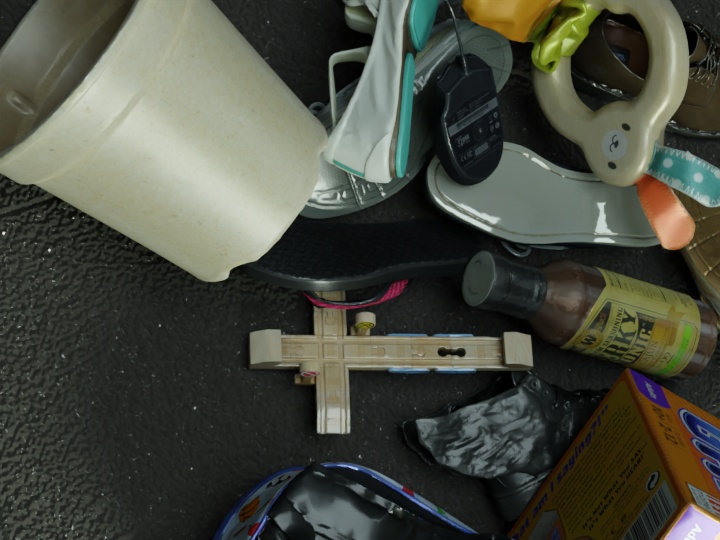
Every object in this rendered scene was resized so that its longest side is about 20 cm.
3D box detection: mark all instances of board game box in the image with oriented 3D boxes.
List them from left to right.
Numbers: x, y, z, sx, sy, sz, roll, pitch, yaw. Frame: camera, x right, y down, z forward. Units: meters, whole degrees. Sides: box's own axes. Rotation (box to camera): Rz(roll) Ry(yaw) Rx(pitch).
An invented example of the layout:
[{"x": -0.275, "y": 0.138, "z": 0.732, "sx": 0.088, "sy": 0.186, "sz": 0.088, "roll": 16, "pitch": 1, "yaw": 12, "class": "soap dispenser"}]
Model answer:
[{"x": 0.220, "y": 0.228, "z": 1.594, "sx": 0.199, "sy": 0.200, "sz": 0.201, "roll": 29, "pitch": 107, "yaw": -17, "class": "board game box"}]

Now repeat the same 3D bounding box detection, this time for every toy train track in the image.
[{"x": 0.023, "y": 0.053, "z": 1.643, "sx": 0.198, "sy": 0.033, "sz": 0.116, "roll": 1, "pitch": 69, "yaw": -10, "class": "toy train track"}]

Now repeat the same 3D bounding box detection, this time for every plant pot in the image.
[{"x": -0.128, "y": -0.097, "z": 1.554, "sx": 0.183, "sy": 0.200, "sz": 0.201, "roll": 38, "pitch": 70, "yaw": -25, "class": "plant pot"}]

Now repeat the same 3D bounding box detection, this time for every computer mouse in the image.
[{"x": 0.059, "y": -0.149, "z": 1.613, "sx": 0.058, "sy": 0.034, "sz": 0.201, "roll": -31, "pitch": 122, "yaw": -35, "class": "computer mouse"}]

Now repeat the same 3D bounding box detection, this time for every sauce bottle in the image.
[{"x": 0.162, "y": 0.029, "z": 1.698, "sx": 0.199, "sy": 0.065, "sz": 0.065, "roll": 14, "pitch": 77, "yaw": -29, "class": "sauce bottle"}]

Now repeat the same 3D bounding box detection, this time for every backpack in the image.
[{"x": -0.011, "y": 0.219, "z": 1.568, "sx": 0.190, "sy": 0.154, "sz": 0.201, "roll": 41, "pitch": 63, "yaw": -21, "class": "backpack"}]

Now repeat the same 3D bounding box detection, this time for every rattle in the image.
[{"x": 0.163, "y": -0.115, "z": 1.637, "sx": 0.143, "sy": 0.129, "sz": 0.202, "roll": 17, "pitch": 58, "yaw": -65, "class": "rattle"}]

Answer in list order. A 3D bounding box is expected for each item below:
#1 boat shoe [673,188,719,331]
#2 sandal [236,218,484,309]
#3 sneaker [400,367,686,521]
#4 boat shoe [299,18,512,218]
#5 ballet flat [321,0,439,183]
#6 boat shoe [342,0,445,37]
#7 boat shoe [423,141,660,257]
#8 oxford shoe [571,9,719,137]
[{"x": 0.281, "y": 0.020, "z": 1.759, "sx": 0.073, "sy": 0.069, "sz": 0.201, "roll": -23, "pitch": 69, "yaw": -21, "class": "boat shoe"}, {"x": 0.000, "y": 0.000, "z": 1.644, "sx": 0.199, "sy": 0.075, "sz": 0.045, "roll": -3, "pitch": 127, "yaw": -37, "class": "sandal"}, {"x": 0.133, "y": 0.102, "z": 1.692, "sx": 0.199, "sy": 0.060, "sz": 0.105, "roll": -31, "pitch": 98, "yaw": -18, "class": "sneaker"}, {"x": 0.017, "y": -0.110, "z": 1.679, "sx": 0.202, "sy": 0.065, "sz": 0.075, "roll": -41, "pitch": 122, "yaw": -17, "class": "boat shoe"}, {"x": 0.013, "y": -0.154, "z": 1.619, "sx": 0.069, "sy": 0.069, "sz": 0.201, "roll": 21, "pitch": 64, "yaw": -19, "class": "ballet flat"}, {"x": -0.026, "y": -0.239, "z": 1.673, "sx": 0.200, "sy": 0.071, "sz": 0.070, "roll": 48, "pitch": 65, "yaw": -17, "class": "boat shoe"}, {"x": 0.130, "y": -0.050, "z": 1.712, "sx": 0.198, "sy": 0.062, "sz": 0.076, "roll": 2, "pitch": 80, "yaw": -23, "class": "boat shoe"}, {"x": 0.244, "y": -0.146, "z": 1.762, "sx": 0.198, "sy": 0.084, "sz": 0.073, "roll": 11, "pitch": 77, "yaw": -23, "class": "oxford shoe"}]
